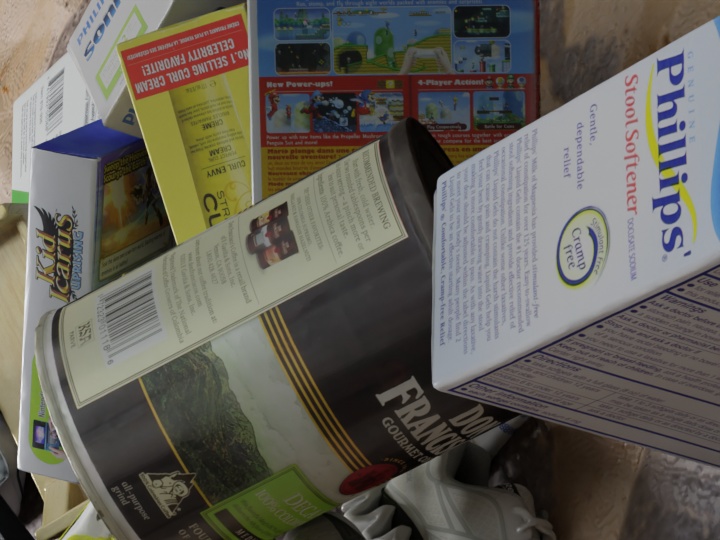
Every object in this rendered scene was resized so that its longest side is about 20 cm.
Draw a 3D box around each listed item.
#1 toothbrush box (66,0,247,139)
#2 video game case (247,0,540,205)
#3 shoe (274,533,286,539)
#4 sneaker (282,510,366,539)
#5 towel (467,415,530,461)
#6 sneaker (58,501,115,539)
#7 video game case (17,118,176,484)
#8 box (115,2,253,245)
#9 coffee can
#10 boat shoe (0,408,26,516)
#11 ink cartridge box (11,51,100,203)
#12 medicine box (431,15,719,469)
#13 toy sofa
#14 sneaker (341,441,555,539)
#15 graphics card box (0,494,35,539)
[{"bbox_3d":[-0.034,-0.129,1.449,0.146,0.199,0.086,-57,35,22],"label":"toothbrush box"},{"bbox_3d":[0.017,-0.054,1.308,0.017,0.142,0.201,-50,-40,-79],"label":"video game case"},{"bbox_3d":[-0.072,0.186,1.456,0.072,0.091,0.200,-63,34,14],"label":"shoe"},{"bbox_3d":[-0.016,0.201,1.321,0.087,0.074,0.201,-116,19,-59],"label":"sneaker"},{"bbox_3d":[0.036,0.025,1.372,0.147,0.024,0.200,47,122,13],"label":"towel"},{"bbox_3d":[-0.122,0.137,1.467,0.200,0.075,0.085,-43,3,-1],"label":"sneaker"},{"bbox_3d":[-0.123,0.001,1.494,0.045,0.200,0.182,11,108,19],"label":"video game case"},{"bbox_3d":[-0.058,-0.030,1.355,0.050,0.075,0.201,-55,-51,-81],"label":"box"},{"bbox_3d":[-0.030,0.039,1.245,0.199,0.146,0.147,-27,47,11],"label":"coffee can"},{"bbox_3d":[-0.248,0.105,1.716,0.200,0.073,0.067,106,178,-66],"label":"boat shoe"},{"bbox_3d":[-0.139,-0.082,1.691,0.200,0.083,0.147,-35,47,45],"label":"ink cartridge box"},{"bbox_3d":[0.159,-0.003,1.113,0.200,0.181,0.104,-29,53,47],"label":"medicine box"},{"bbox_3d":[-0.183,0.059,1.635,0.083,0.097,0.201,-31,79,23],"label":"toy sofa"},{"bbox_3d":[0.065,0.150,1.291,0.081,0.075,0.200,-43,44,2],"label":"sneaker"},{"bbox_3d":[-0.200,0.221,1.613,0.200,0.051,0.126,41,150,56],"label":"graphics card box"}]
